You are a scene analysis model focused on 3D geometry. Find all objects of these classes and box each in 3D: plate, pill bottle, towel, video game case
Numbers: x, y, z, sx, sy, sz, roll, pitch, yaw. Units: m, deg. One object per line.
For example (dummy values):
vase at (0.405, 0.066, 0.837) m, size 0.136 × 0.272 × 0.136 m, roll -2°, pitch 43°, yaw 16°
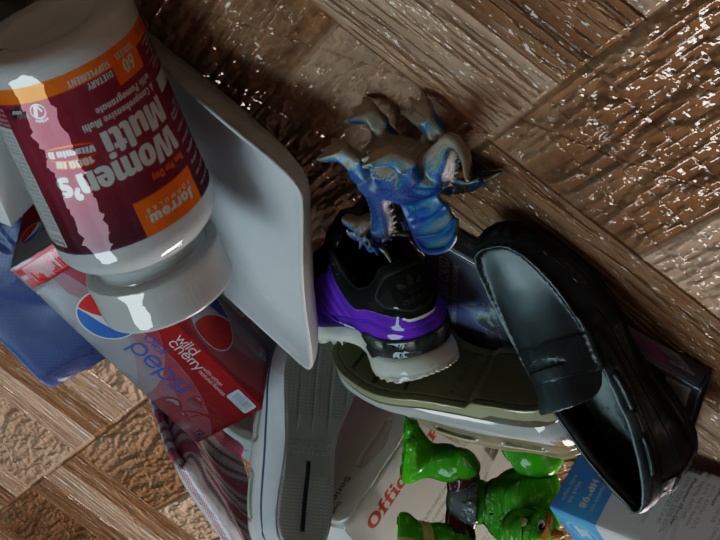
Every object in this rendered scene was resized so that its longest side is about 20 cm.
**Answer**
plate at (-0.091, -0.056, 1.478) m, size 0.199 × 0.032 × 0.200 m, roll 42°, pitch 154°, yaw 28°
pill bottle at (-0.156, -0.067, 1.409) m, size 0.109 × 0.110 × 0.200 m, roll 12°, pitch 133°, yaw 47°
towel at (-0.113, 0.142, 1.691) m, size 0.147 × 0.030 × 0.200 m, roll 58°, pitch -178°, yaw -32°
video game case at (0.130, 0.050, 1.470) m, size 0.200 × 0.019 × 0.143 m, roll 31°, pitch 159°, yaw 14°

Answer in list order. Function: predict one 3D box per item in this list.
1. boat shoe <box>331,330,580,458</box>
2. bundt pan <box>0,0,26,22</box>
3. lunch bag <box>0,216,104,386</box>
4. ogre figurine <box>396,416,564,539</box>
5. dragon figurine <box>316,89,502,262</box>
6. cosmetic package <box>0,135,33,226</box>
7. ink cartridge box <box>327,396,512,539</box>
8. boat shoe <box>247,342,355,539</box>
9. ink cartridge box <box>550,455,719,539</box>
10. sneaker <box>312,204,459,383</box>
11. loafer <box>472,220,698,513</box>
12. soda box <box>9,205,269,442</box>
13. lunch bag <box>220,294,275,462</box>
boat shoe at (0.066, 0.084, 1.513) m, size 0.200 × 0.075 × 0.068 m, roll 15°, pitch 146°, yaw 41°
bundt pan at (-0.291, -0.165, 1.530) m, size 0.201 × 0.076 × 0.202 m, roll 29°, pitch 149°, yaw 20°
lunch bag at (-0.212, -0.022, 1.638) m, size 0.132 × 0.136 × 0.200 m, roll -29°, pitch 125°, yaw 22°
ogre figurine at (0.086, 0.167, 1.605) m, size 0.119 × 0.201 × 0.098 m, roll 2°, pitch 176°, yaw -1°
dragon figurine at (0.041, -0.050, 1.323) m, size 0.099 × 0.059 × 0.200 m, roll 44°, pitch 158°, yaw -25°
cosmetic package at (-0.293, -0.132, 1.451) m, size 0.150 × 0.052 × 0.200 m, roll 19°, pitch 145°, yaw 30°
ink cartridge box at (0.046, 0.182, 1.710) m, size 0.084 × 0.146 × 0.200 m, roll 12°, pitch 150°, yaw 46°
boat shoe at (-0.051, 0.104, 1.617) m, size 0.073 × 0.201 × 0.067 m, roll 19°, pitch 166°, yaw -33°
ink cartridge box at (0.241, 0.190, 1.530) m, size 0.200 × 0.067 × 0.116 m, roll 19°, pitch 159°, yaw 37°
sneaker at (0.001, 0.000, 1.500) m, size 0.200 × 0.069 × 0.100 m, roll 26°, pitch 136°, yaw 61°
loafer at (0.132, 0.059, 1.370) m, size 0.068 × 0.070 × 0.201 m, roll -23°, pitch 109°, yaw 46°
soda box at (-0.148, 0.026, 1.549) m, size 0.063 × 0.070 × 0.200 m, roll -28°, pitch 124°, yaw 24°
lunch bag at (-0.082, 0.084, 1.789) m, size 0.160 × 0.077 × 0.200 m, roll 39°, pitch 158°, yaw 4°
